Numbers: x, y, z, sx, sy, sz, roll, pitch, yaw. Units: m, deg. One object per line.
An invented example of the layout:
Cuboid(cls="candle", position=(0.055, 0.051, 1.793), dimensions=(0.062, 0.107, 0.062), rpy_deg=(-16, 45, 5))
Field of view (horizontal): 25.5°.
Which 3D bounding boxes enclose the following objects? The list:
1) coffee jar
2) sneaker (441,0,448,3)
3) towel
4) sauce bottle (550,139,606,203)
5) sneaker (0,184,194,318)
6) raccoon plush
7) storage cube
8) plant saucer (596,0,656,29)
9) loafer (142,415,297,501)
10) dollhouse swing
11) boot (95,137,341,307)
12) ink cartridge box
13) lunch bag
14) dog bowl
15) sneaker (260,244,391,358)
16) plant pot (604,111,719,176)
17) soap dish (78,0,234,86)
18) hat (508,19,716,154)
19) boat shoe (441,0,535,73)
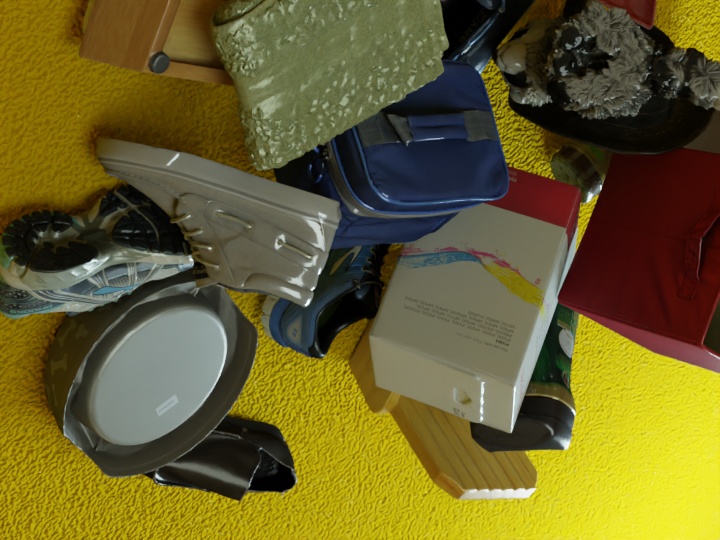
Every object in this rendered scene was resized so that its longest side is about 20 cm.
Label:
Cuboid(cls="coffee jar", position=(0.165, 0.080, 1.572), dimensions=(0.085, 0.103, 0.202), rpy_deg=(41, 50, -53))
Cuboid(cls="sneaker", position=(0.031, -0.230, 1.317), dimensions=(0.201, 0.076, 0.115), rpy_deg=(-51, 148, 1))
Cuboid(cls="towel", position=(-0.018, -0.174, 1.191), dimensions=(0.199, 0.036, 0.150), rpy_deg=(-34, 132, -23))
Cuboid(cls="sauce bottle", position=(0.287, -0.153, 1.667), dimensions=(0.200, 0.065, 0.065), rpy_deg=(-41, 143, -17))
Cuboid(cls="sneaker", position=(-0.208, -0.010, 1.270), dimensions=(0.198, 0.078, 0.087), rpy_deg=(-10, 146, -39))
Cuboid(cls="raccoon plush", position=(0.212, -0.162, 1.387), dimensions=(0.198, 0.134, 0.098), rpy_deg=(26, 85, -11))
Cuboid(cls="storage cube", position=(0.319, -0.006, 1.461), dimensions=(0.199, 0.179, 0.173), rpy_deg=(24, 86, -40))
Cuboid(cls="plant saucer", position=(0.212, -0.330, 1.387), dimensions=(0.199, 0.036, 0.203), rpy_deg=(9, 86, -55))
Cuboid(cls="loafer", position=(-0.128, 0.178, 1.502), dimensions=(0.199, 0.071, 0.074), rpy_deg=(6, 117, -49))
Cuboid(cls="dollhouse swing", position=(0.123, 0.108, 1.624), dimensions=(0.199, 0.176, 0.183), rpy_deg=(9, 115, -49))
Cuboid(cls="boot", position=(-0.119, -0.034, 1.234), dimensions=(0.074, 0.198, 0.097), rpy_deg=(-172, -81, -86))
Cuboid(cls="ink cartridge box", position=(0.107, 0.021, 1.471), dimensions=(0.146, 0.143, 0.202), rpy_deg=(81, 28, -66))
Cuboid(cls="lunch bag", position=(0.023, -0.104, 1.327), dimensions=(0.199, 0.137, 0.132), rpy_deg=(-7, 166, -45))
Cuboid(cls="dog bowl", position=(-0.184, 0.080, 1.369), dimensions=(0.199, 0.059, 0.202), rpy_deg=(-28, 138, -27))
Cuboid(cls="sneaker", position=(0.000, 0.000, 1.467), dimensions=(0.201, 0.089, 0.079), rpy_deg=(-53, 144, -4))
Cuboid(cls="plant pot", position=(0.312, -0.111, 1.601), dimensions=(0.199, 0.092, 0.203), rpy_deg=(-17, 121, -30))
Cuboid(cls="soap dish", position=(-0.097, -0.211, 1.186), dimensions=(0.199, 0.081, 0.159), rpy_deg=(3, 119, -46))
Cuboid(cls="hat", position=(0.233, -0.187, 1.465), dimensions=(0.199, 0.200, 0.082), rpy_deg=(-26, 132, -29))
Cuboid(cls="boat shoe", position=(0.110, -0.240, 1.382), dimensions=(0.068, 0.084, 0.202), rpy_deg=(-2, 121, -57))
